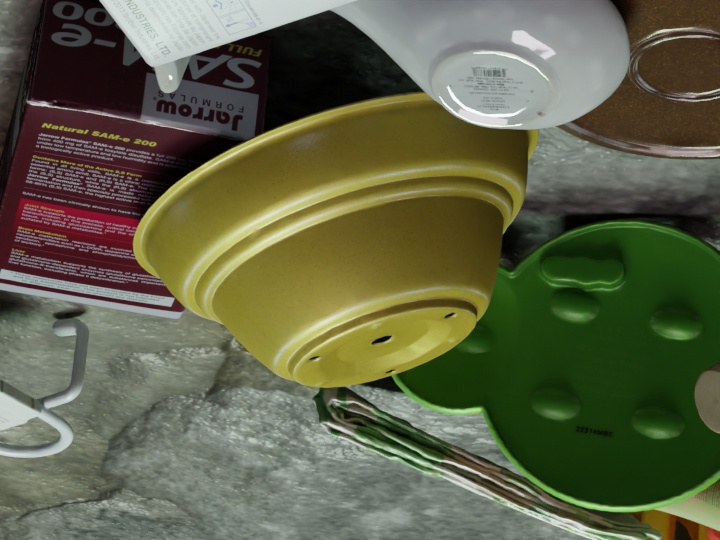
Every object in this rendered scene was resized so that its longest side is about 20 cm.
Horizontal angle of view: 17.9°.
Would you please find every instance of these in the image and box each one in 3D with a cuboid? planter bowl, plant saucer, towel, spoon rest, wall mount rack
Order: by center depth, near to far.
[{"bbox_3d":[0.014,-0.102,0.955,0.199,0.061,0.100,5,146,8],"label":"spoon rest"},{"bbox_3d":[0.143,-0.099,0.982,0.199,0.032,0.200,3,153,2],"label":"plant saucer"},{"bbox_3d":[0.000,0.000,1.064,0.199,0.084,0.201,-15,160,-6],"label":"planter bowl"},{"bbox_3d":[-0.259,0.047,1.306,0.173,0.075,0.200,-16,146,30],"label":"wall mount rack"},{"bbox_3d":[0.068,0.111,1.307,0.199,0.024,0.153,22,180,-3],"label":"towel"}]

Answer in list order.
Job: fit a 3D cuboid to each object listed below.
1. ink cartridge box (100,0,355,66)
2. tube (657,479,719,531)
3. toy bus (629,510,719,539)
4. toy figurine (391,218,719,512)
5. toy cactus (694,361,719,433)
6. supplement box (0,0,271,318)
[{"bbox_3d":[-0.013,-0.162,0.807,0.199,0.077,0.137,-15,149,13],"label":"ink cartridge box"},{"bbox_3d":[0.211,0.117,1.257,0.058,0.052,0.200,-8,-174,-12],"label":"tube"},{"bbox_3d":[0.226,0.175,1.379,0.199,0.137,0.192,-5,156,23],"label":"toy bus"},{"bbox_3d":[0.120,0.068,1.225,0.199,0.151,0.184,8,164,12],"label":"toy figurine"},{"bbox_3d":[0.236,0.053,1.091,0.164,0.102,0.201,-12,126,-32],"label":"toy cactus"},{"bbox_3d":[-0.117,-0.049,1.093,0.108,0.061,0.200,10,154,-12],"label":"supplement box"}]
